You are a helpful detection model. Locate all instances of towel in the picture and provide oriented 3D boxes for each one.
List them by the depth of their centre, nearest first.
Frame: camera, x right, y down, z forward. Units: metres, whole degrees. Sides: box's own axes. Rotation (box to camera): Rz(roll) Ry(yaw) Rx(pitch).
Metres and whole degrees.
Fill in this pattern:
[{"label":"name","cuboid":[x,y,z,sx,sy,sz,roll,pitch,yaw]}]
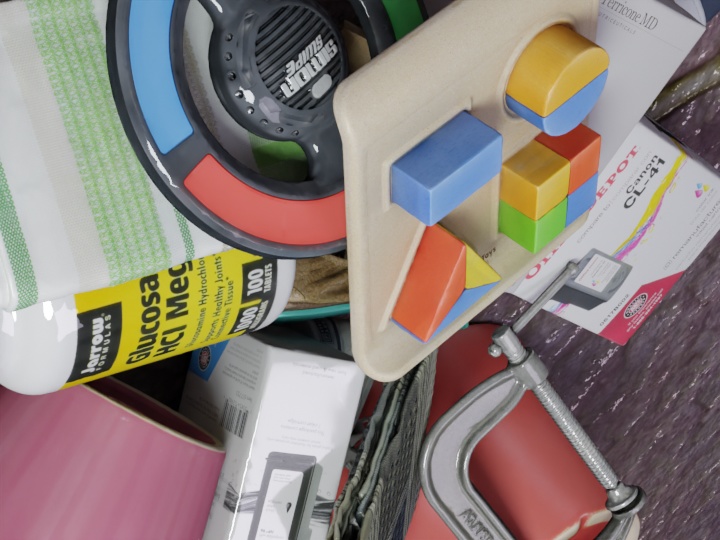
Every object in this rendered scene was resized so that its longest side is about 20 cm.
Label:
[{"label":"towel","cuboid":[-0.116,-0.072,0.928,0.200,0.149,0.031,-17,-177,-37]},{"label":"towel","cuboid":[0.006,0.149,1.169,0.200,0.035,0.193,95,13,-47]}]

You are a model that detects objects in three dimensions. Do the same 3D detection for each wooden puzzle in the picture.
[{"label":"wooden puzzle","cuboid":[0.068,-0.052,0.968,0.185,0.046,0.200,-38,143,-27]}]

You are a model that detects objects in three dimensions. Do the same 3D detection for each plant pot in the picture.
[{"label":"plant pot","cuboid":[-0.172,0.151,1.060,0.179,0.200,0.200,-62,147,-2]},{"label":"plant pot","cuboid":[0.095,0.168,1.365,0.200,0.177,0.201,-28,143,-24]}]

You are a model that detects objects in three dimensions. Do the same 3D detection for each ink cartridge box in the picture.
[{"label":"ink cartridge box","cuboid":[-0.070,0.136,1.127,0.068,0.116,0.200,12,94,-27]},{"label":"ink cartridge box","cuboid":[0.160,-0.043,1.287,0.148,0.086,0.200,-51,148,11]}]

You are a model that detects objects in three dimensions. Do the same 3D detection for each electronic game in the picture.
[{"label":"electronic game","cuboid":[-0.040,-0.105,0.942,0.200,0.042,0.200,6,80,-37]}]

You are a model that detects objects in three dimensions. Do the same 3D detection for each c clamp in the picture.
[{"label":"c clamp","cuboid":[0.126,0.124,1.234,0.171,0.027,0.200,-37,113,-14]}]

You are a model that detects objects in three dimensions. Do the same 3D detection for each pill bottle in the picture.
[{"label":"pill bottle","cuboid":[-0.142,0.000,0.975,0.200,0.112,0.113,-17,138,-34]}]

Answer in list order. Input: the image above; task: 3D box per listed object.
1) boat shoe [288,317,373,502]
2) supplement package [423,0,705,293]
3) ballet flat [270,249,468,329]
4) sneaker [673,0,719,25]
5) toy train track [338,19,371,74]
[{"label":"boat shoe","cuboid":[-0.024,0.116,1.269,0.086,0.075,0.202,1,122,-27]},{"label":"supplement package","cuboid":[0.080,-0.106,1.096,0.121,0.120,0.200,14,116,-52]},{"label":"ballet flat","cuboid":[0.000,0.000,1.178,0.200,0.072,0.068,3,167,-44]},{"label":"sneaker","cuboid":[0.215,-0.227,1.152,0.108,0.070,0.200,-38,154,-2]},{"label":"toy train track","cuboid":[-0.050,-0.065,1.069,0.115,0.033,0.200,28,120,-15]}]
